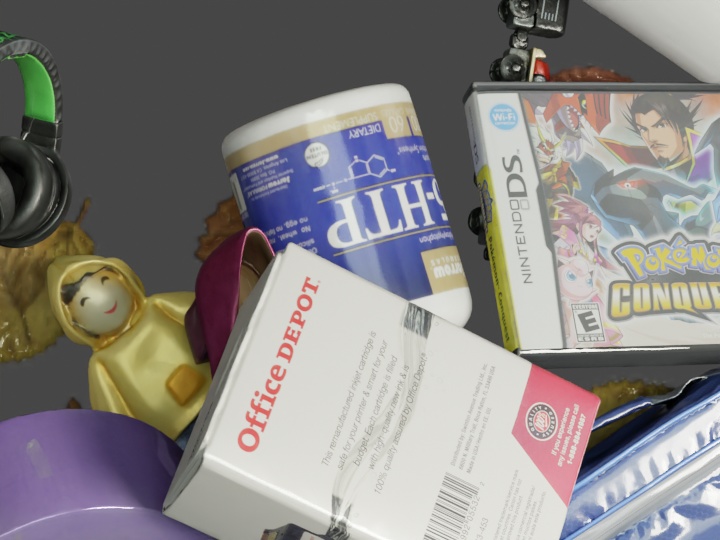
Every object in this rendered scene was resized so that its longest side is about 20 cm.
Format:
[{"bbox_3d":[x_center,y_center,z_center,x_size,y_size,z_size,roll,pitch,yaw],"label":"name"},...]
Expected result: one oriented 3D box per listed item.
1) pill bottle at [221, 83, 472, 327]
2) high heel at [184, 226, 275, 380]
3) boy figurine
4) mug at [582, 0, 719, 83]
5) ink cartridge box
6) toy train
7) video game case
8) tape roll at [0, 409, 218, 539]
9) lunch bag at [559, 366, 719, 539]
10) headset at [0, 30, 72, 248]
[{"bbox_3d":[0.000,0.000,1.542,0.119,0.120,0.201,-17,87,-4],"label":"pill bottle"},{"bbox_3d":[-0.047,0.077,1.470,0.067,0.096,0.200,-16,66,-30],"label":"high heel"},{"bbox_3d":[-0.110,0.061,1.561,0.124,0.064,0.200,-40,91,-2],"label":"boy figurine"},{"bbox_3d":[0.217,-0.207,1.559,0.153,0.149,0.187,41,90,-11],"label":"mug"},{"bbox_3d":[0.011,0.099,1.406,0.200,0.084,0.145,26,57,-9],"label":"ink cartridge box"},{"bbox_3d":[0.102,-0.103,1.600,0.046,0.034,0.201,10,84,-14],"label":"toy train"},{"bbox_3d":[0.170,-0.030,1.550,0.199,0.026,0.181,-1,64,-16],"label":"video game case"},{"bbox_3d":[-0.173,0.181,1.478,0.199,0.200,0.085,-23,43,-4],"label":"tape roll"},{"bbox_3d":[0.171,0.144,1.531,0.200,0.136,0.133,-32,87,-4],"label":"lunch bag"},{"bbox_3d":[-0.237,-0.046,1.544,0.094,0.123,0.201,14,103,23],"label":"headset"}]
